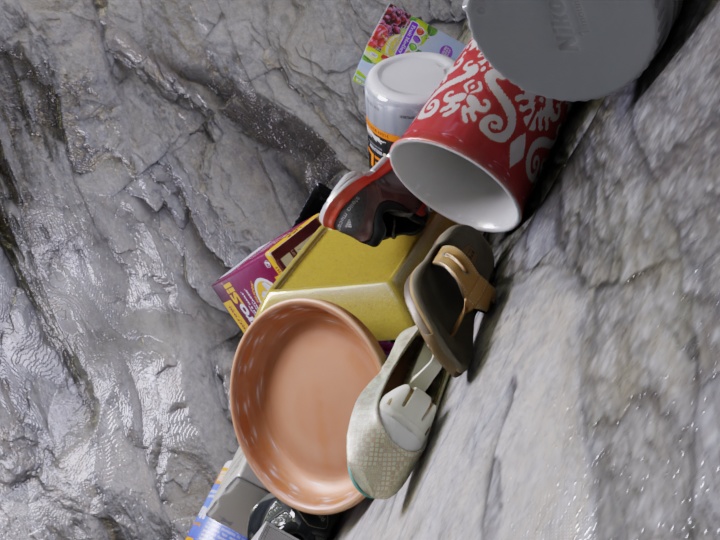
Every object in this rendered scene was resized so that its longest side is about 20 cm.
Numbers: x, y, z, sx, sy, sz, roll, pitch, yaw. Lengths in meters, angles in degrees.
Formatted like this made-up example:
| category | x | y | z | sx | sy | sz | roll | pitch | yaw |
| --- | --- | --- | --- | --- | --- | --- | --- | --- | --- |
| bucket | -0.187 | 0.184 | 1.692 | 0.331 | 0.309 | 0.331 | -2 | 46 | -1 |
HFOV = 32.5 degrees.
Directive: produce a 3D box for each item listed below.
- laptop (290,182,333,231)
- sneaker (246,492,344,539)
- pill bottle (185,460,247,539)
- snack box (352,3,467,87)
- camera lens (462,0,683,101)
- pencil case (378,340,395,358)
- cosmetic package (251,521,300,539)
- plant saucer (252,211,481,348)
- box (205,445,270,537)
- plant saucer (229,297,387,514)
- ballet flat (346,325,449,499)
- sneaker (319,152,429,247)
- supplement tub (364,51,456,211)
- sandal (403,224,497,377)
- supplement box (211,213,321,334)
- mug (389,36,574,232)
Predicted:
| category | x | y | z | sx | sy | sz | roll | pitch | yaw |
| --- | --- | --- | --- | --- | --- | --- | --- | --- | --- |
| laptop | 0.012 | -0.044 | 1.497 | 0.104 | 0.176 | 0.200 | -64 | 4 | -34 |
| sneaker | -0.085 | 0.281 | 1.245 | 0.114 | 0.076 | 0.199 | -57 | 6 | -38 |
| pill bottle | -0.161 | 0.346 | 1.515 | 0.201 | 0.112 | 0.112 | -62 | 4 | -19 |
| snack box | 0.098 | -0.236 | 1.541 | 0.068 | 0.199 | 0.169 | -61 | 4 | -7 |
| camera lens | 0.176 | -0.248 | 0.949 | 0.160 | 0.159 | 0.201 | -56 | 7 | 50 |
| pencil case | -0.018 | 0.075 | 1.260 | 0.089 | 0.088 | 0.200 | -61 | 27 | 7 |
| cosmetic package | -0.088 | 0.301 | 1.130 | 0.051 | 0.082 | 0.200 | -61 | 3 | -38 |
| plant saucer | 0.000 | 0.000 | 1.245 | 0.199 | 0.049 | 0.200 | -6 | 28 | 29 |
| box | -0.076 | 0.203 | 1.418 | 0.128 | 0.108 | 0.201 | -53 | 9 | 52 |
| plant saucer | -0.040 | 0.124 | 1.153 | 0.037 | 0.200 | 0.201 | -7 | -46 | -52 |
| ballet flat | 0.039 | 0.101 | 1.022 | 0.062 | 0.067 | 0.201 | -46 | 13 | 37 |
| sneaker | 0.035 | -0.063 | 1.232 | 0.200 | 0.082 | 0.077 | -33 | -23 | -54 |
| supplement tub | 0.069 | -0.141 | 1.444 | 0.123 | 0.122 | 0.201 | -66 | -23 | -49 |
| sandal | 0.087 | 0.011 | 1.036 | 0.054 | 0.080 | 0.200 | -34 | 14 | 30 |
| supplement box | -0.085 | 0.020 | 1.457 | 0.086 | 0.111 | 0.200 | -38 | 6 | -28 |
| mug | 0.115 | -0.160 | 1.152 | 0.201 | 0.177 | 0.134 | -59 | -40 | -19 |
